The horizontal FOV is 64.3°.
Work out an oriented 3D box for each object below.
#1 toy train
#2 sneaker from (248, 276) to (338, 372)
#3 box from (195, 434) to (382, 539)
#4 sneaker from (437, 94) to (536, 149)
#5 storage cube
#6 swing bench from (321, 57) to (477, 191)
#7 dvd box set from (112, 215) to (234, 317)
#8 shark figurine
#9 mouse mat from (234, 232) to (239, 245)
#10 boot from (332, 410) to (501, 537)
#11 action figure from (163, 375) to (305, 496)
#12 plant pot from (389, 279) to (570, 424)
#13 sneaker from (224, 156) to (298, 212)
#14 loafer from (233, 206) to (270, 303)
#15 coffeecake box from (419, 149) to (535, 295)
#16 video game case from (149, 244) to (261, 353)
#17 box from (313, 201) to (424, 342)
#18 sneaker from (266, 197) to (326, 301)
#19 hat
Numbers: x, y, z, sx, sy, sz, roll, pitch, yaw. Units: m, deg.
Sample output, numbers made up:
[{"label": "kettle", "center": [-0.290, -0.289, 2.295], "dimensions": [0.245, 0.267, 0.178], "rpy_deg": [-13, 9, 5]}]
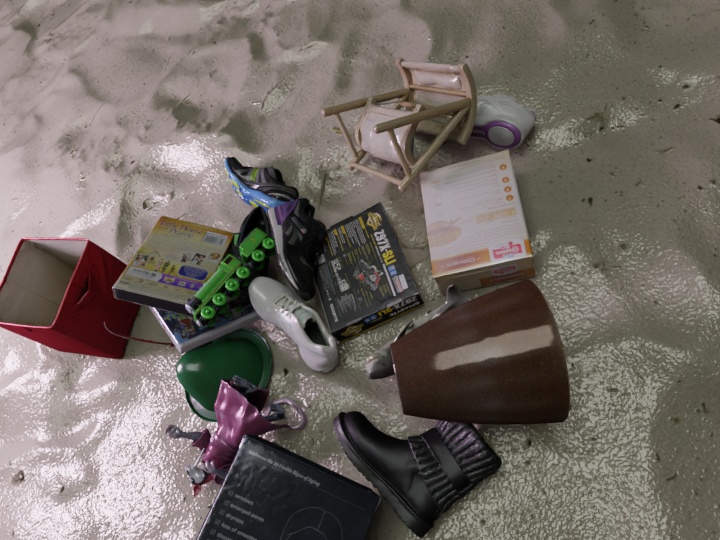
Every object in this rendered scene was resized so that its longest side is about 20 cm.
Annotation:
[{"label": "toy train", "center": [-0.213, 0.008, 0.949], "dimensions": [0.056, 0.042, 0.200], "rpy_deg": [33, 61, 8]}, {"label": "sneaker", "center": [-0.105, 0.073, 0.932], "dimensions": [0.200, 0.080, 0.070], "rpy_deg": [42, 62, 14]}, {"label": "box", "center": [-0.103, 0.350, 0.758], "dimensions": [0.199, 0.124, 0.198], "rpy_deg": [24, 75, 2]}, {"label": "sneaker", "center": [0.220, -0.278, 1.032], "dimensions": [0.199, 0.075, 0.100], "rpy_deg": [28, 58, 30]}, {"label": "storage cube", "center": [-0.544, 0.055, 1.083], "dimensions": [0.198, 0.180, 0.172], "rpy_deg": [2, 65, 21]}, {"label": "swing bench", "center": [0.074, -0.262, 0.997], "dimensions": [0.199, 0.130, 0.199], "rpy_deg": [-37, 34, -13]}, {"label": "dvd box set", "center": [-0.321, -0.012, 1.008], "dimensions": [0.145, 0.030, 0.201], "rpy_deg": [13, 42, -2]}, {"label": "shark figurine", "center": [0.094, 0.118, 0.882], "dimensions": [0.214, 0.128, 0.090], "rpy_deg": [-36, 82, -20]}, {"label": "mouse mat", "center": [-0.293, 0.019, 1.106], "dimensions": [0.159, 0.008, 0.202], "rpy_deg": [-4, 64, 19]}, {"label": "boot", "center": [0.076, 0.240, 0.807], "dimensions": [0.158, 0.079, 0.211], "rpy_deg": [-47, 68, 2]}, {"label": "action figure", "center": [-0.209, 0.267, 0.909], "dimensions": [0.134, 0.148, 0.201], "rpy_deg": [41, 103, 40]}, {"label": "plant pot", "center": [0.143, 0.123, 0.755], "dimensions": [0.198, 0.187, 0.188], "rpy_deg": [-11, 60, 1]}, {"label": "sneaker", "center": [-0.198, -0.172, 1.137], "dimensions": [0.199, 0.071, 0.083], "rpy_deg": [34, 66, 30]}, {"label": "loafer", "center": [-0.196, -0.033, 1.031], "dimensions": [0.067, 0.071, 0.202], "rpy_deg": [10, 47, -15]}, {"label": "coffeecake box", "center": [0.187, -0.077, 0.929], "dimensions": [0.152, 0.073, 0.202], "rpy_deg": [-12, 61, 16]}, {"label": "video game case", "center": [-0.266, 0.041, 1.008], "dimensions": [0.199, 0.023, 0.182], "rpy_deg": [-22, 53, -35]}, {"label": "box", "center": [0.000, 0.000, 0.977], "dimensions": [0.159, 0.049, 0.201], "rpy_deg": [-25, 57, 6]}, {"label": "sneaker", "center": [-0.096, -0.046, 0.971], "dimensions": [0.087, 0.076, 0.201], "rpy_deg": [-24, 57, 5]}, {"label": "hat", "center": [-0.271, 0.146, 0.931], "dimensions": [0.199, 0.176, 0.167], "rpy_deg": [-25, 56, 8]}]
